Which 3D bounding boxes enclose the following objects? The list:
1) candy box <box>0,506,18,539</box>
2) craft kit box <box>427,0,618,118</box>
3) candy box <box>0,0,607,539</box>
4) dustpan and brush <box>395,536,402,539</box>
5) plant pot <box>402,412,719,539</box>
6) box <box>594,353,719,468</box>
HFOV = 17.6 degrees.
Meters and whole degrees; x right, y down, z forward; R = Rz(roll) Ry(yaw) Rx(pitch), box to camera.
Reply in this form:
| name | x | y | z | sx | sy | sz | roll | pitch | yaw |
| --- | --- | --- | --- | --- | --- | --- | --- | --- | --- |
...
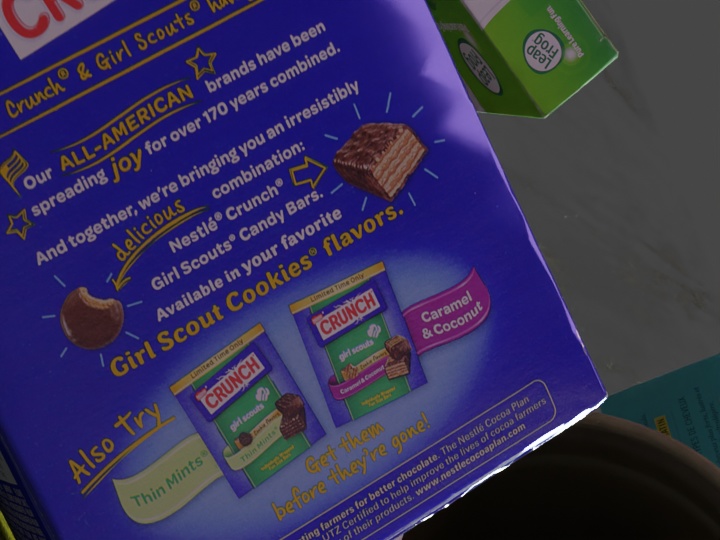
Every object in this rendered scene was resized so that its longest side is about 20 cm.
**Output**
| name | x | y | z | sx | sy | sz | roll | pitch | yaw |
| --- | --- | --- | --- | --- | --- | --- | --- | --- | --- |
| candy box | -0.107 | 0.079 | 0.704 | 0.201 | 0.026 | 0.102 | 63 | 14 | -21 |
| craft kit box | 0.000 | -0.153 | 0.937 | 0.198 | 0.048 | 0.200 | 50 | -9 | -14 |
| candy box | -0.047 | -0.013 | 0.663 | 0.077 | 0.169 | 0.201 | 5 | -58 | 66 |
| dustpan and brush | -0.010 | 0.105 | 0.871 | 0.199 | 0.057 | 0.140 | 30 | 6 | 1 |
| plant pot | 0.083 | 0.180 | 0.974 | 0.174 | 0.199 | 0.201 | 74 | 0 | -65 |
| box | 0.107 | 0.111 | 1.091 | 0.049 | 0.199 | 0.083 | 42 | 28 | -58 |
